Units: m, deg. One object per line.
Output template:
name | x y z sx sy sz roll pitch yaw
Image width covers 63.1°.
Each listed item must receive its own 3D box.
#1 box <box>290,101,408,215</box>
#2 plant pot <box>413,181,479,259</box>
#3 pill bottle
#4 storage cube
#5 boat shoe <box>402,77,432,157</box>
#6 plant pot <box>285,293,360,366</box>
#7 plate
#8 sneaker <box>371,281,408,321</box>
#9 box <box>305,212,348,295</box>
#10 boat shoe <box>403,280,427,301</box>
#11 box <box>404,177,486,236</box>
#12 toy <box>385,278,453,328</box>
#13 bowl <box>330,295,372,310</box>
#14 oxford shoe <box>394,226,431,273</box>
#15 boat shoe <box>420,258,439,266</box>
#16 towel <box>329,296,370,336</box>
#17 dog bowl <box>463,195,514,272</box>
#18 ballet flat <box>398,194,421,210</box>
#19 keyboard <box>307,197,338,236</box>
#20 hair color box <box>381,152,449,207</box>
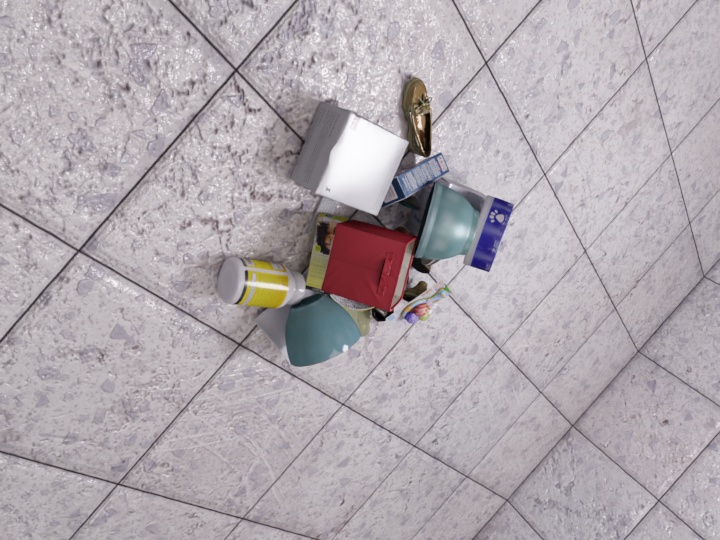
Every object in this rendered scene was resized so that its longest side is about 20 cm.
box | -0.026 -0.262 1.392 0.199 0.130 0.200 16 103 -41
plant pot | 0.226 -0.113 1.513 0.133 0.201 0.202 16 113 1
pill bottle | -0.241 0.034 1.451 0.199 0.112 0.113 9 112 -39
storage cube | 0.026 -0.017 1.444 0.200 0.178 0.173 -32 137 -75
boat shoe | 0.156 -0.389 1.500 0.073 0.063 0.201 -26 130 -19
plant pot | -0.114 0.140 1.518 0.199 0.200 0.136 -25 102 -20
plate | -0.163 0.134 1.609 0.199 0.032 0.201 -39 123 -8
sneaker | 0.087 0.064 1.703 0.076 0.114 0.201 25 107 -3
box | -0.088 -0.042 1.509 0.074 0.050 0.202 13 110 5
boat shoe | 0.177 0.066 1.787 0.200 0.071 0.077 32 76 -72
box | 0.258 -0.164 1.695 0.199 0.097 0.178 11 110 -40
toy | 0.180 0.112 1.694 0.199 0.047 0.115 -38 149 7
bowl | 0.000 0.000 1.593 0.198 0.094 0.203 1 99 7
oxford shoe | 0.154 -0.074 1.714 0.200 0.071 0.072 48 58 -44
boat shoe | 0.248 -0.086 1.631 0.057 0.067 0.201 33 95 -40
towel | -0.032 0.124 1.713 0.147 0.036 0.202 -15 126 -27
dog bowl | 0.352 -0.101 1.614 0.200 0.078 0.202 20 90 -79
ballet flat | 0.099 -0.210 1.574 0.199 0.067 0.064 11 102 -40
keyboard | -0.078 -0.177 1.503 0.056 0.011 0.201 12 110 -40
hair color box | 0.131 -0.234 1.509 0.199 0.100 0.061 -33 101 -41
